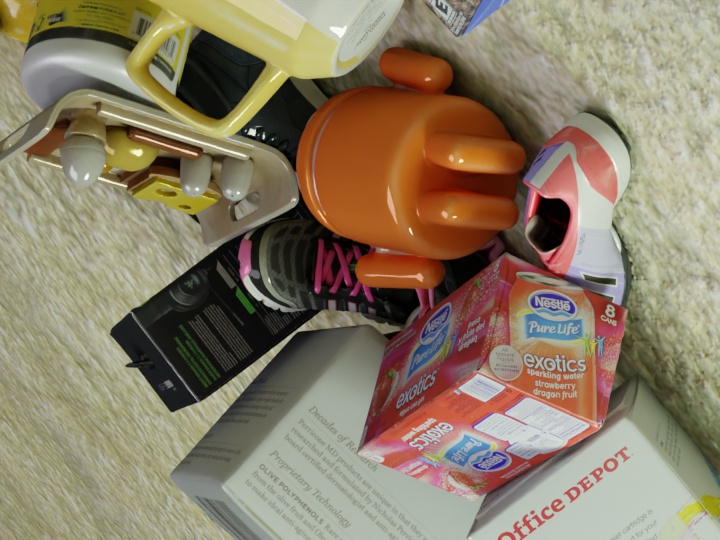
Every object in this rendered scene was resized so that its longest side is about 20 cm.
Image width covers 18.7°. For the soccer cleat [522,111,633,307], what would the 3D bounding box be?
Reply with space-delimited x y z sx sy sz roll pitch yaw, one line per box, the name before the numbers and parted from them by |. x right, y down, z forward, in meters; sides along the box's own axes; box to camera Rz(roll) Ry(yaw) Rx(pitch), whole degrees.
soccer cleat | 0.139 -0.020 1.469 0.068 0.073 0.200 38 154 29

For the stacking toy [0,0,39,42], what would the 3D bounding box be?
stacking toy | -0.247 -0.224 1.723 0.146 0.200 0.146 41 155 23

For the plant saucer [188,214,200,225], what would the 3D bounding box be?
plant saucer | -0.184 -0.122 1.896 0.200 0.031 0.200 51 -178 -2

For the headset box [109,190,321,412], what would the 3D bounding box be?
headset box | -0.105 0.028 1.801 0.093 0.200 0.174 52 167 -2

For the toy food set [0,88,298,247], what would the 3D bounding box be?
toy food set | -0.164 -0.064 1.590 0.200 0.060 0.143 17 158 -27

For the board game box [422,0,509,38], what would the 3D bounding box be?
board game box | 0.042 -0.264 1.258 0.200 0.097 0.159 48 157 9

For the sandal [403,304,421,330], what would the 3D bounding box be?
sandal | 0.114 0.096 1.679 0.203 0.082 0.050 48 178 -22

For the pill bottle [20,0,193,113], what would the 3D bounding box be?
pill bottle | -0.171 -0.208 1.592 0.112 0.200 0.112 10 155 5

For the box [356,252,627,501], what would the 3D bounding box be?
box | 0.088 0.078 1.514 0.100 0.096 0.200 24 151 -14

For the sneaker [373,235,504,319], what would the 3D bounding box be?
sneaker | 0.088 0.031 1.614 0.200 0.095 0.079 45 155 11

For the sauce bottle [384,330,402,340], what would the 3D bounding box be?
sauce bottle | 0.057 0.145 1.879 0.066 0.066 0.200 18 141 53

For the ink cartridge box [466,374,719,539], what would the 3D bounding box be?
ink cartridge box | 0.195 0.200 1.532 0.200 0.145 0.145 51 -166 -2

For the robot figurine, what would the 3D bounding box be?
robot figurine | 0.031 -0.069 1.543 0.200 0.117 0.144 15 138 55

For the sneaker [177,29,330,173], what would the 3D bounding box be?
sneaker | -0.083 -0.092 1.688 0.202 0.146 0.077 51 155 -2

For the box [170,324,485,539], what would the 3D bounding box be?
box | -0.009 0.167 1.717 0.200 0.171 0.199 44 166 -10

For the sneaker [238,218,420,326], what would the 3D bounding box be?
sneaker | 0.000 0.000 1.673 0.200 0.074 0.087 15 166 -39

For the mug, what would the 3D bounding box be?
mug | -0.059 -0.194 1.487 0.153 0.149 0.187 36 127 13
